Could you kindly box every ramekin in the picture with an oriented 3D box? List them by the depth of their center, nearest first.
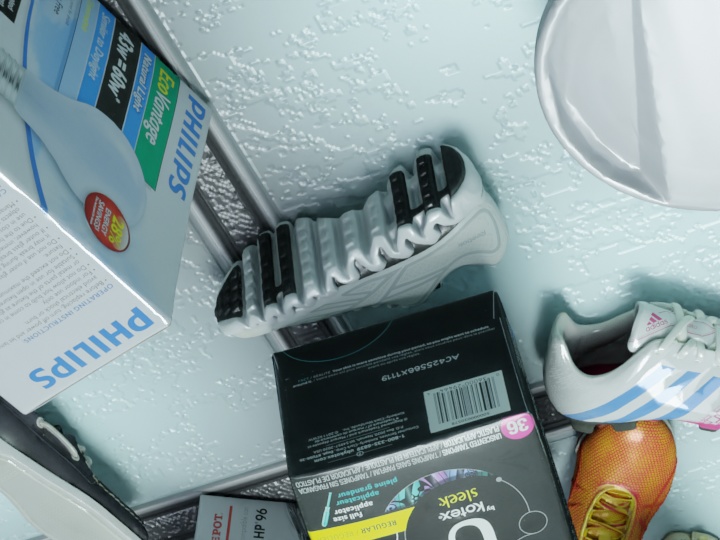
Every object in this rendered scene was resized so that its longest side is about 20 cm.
[{"bbox_3d":[0.197,-0.138,1.423,0.201,0.094,0.203,2,131,2],"label":"ramekin"}]

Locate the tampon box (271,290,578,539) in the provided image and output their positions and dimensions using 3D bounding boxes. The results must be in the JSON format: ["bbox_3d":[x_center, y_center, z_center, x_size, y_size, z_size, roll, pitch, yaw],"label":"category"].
[{"bbox_3d":[0.048,0.142,1.545,0.149,0.126,0.200,-17,124,5],"label":"tampon box"}]

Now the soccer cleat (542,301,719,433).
[{"bbox_3d":[0.213,0.057,1.602,0.199,0.070,0.087,-5,130,9],"label":"soccer cleat"}]

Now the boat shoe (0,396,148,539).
[{"bbox_3d":[-0.217,0.128,1.703,0.200,0.060,0.074,35,143,-22],"label":"boat shoe"}]

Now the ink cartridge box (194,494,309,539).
[{"bbox_3d":[-0.058,0.220,1.730,0.199,0.116,0.068,5,130,-1],"label":"ink cartridge box"}]

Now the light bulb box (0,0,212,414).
[{"bbox_3d":[-0.202,-0.066,1.446,0.125,0.199,0.200,-30,123,28],"label":"light bulb box"}]

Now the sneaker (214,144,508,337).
[{"bbox_3d":[0.000,0.000,1.574,0.200,0.075,0.081,-24,133,23],"label":"sneaker"}]

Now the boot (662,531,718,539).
[{"bbox_3d":[0.209,0.232,1.694,0.073,0.156,0.200,-27,130,23],"label":"boot"}]

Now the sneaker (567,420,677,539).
[{"bbox_3d":[0.167,0.173,1.701,0.073,0.077,0.200,11,129,-3],"label":"sneaker"}]

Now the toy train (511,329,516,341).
[{"bbox_3d":[0.063,0.114,1.655,0.114,0.087,0.200,-13,128,7],"label":"toy train"}]
